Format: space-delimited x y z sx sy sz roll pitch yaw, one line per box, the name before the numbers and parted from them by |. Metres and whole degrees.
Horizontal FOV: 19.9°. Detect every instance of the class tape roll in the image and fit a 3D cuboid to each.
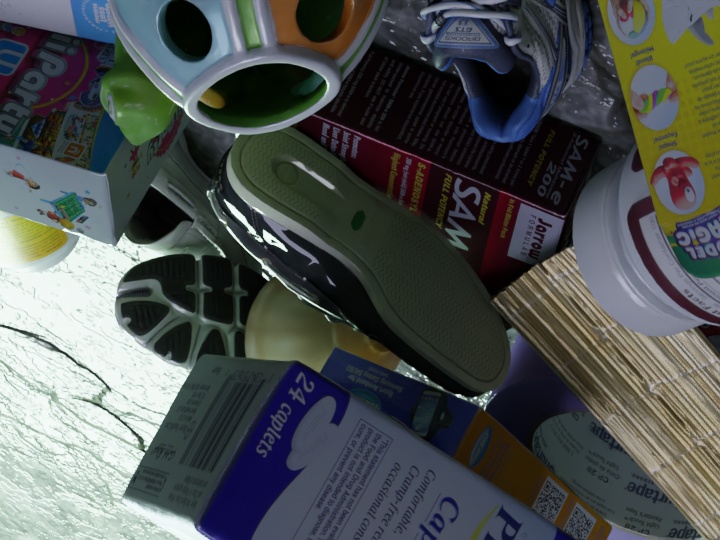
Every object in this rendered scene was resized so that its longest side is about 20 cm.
tape roll | 0.179 0.094 1.254 0.198 0.085 0.201 20 148 13

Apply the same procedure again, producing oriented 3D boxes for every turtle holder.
turtle holder | -0.070 -0.137 0.998 0.184 0.133 0.141 -15 157 19

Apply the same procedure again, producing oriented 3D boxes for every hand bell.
hand bell | 0.026 0.037 1.235 0.104 0.105 0.199 42 152 -24

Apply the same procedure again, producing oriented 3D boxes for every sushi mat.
sushi mat | 0.165 0.065 1.135 0.200 0.012 0.095 48 135 -12

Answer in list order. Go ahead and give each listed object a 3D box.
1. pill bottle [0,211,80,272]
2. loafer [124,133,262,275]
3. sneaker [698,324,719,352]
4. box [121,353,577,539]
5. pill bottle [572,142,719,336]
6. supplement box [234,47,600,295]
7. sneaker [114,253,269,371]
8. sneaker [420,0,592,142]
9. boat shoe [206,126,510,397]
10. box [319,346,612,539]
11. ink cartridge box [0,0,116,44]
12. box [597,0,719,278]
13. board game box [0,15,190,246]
pill bottle | -0.226 -0.065 1.306 0.103 0.105 0.200 23 162 9
loafer | -0.125 -0.039 1.315 0.069 0.070 0.201 3 141 36
sneaker | 0.226 0.018 1.113 0.198 0.072 0.113 12 151 12
box | -0.010 0.141 1.145 0.199 0.106 0.184 33 169 -16
pill bottle | 0.200 -0.038 1.007 0.114 0.115 0.200 38 149 -16
supplement box | 0.028 -0.060 1.168 0.198 0.061 0.109 22 149 9
sneaker | -0.077 0.049 1.338 0.199 0.081 0.083 17 153 -32
sneaker | 0.065 -0.140 0.991 0.076 0.086 0.201 9 144 29
boat shoe | 0.000 0.000 1.147 0.200 0.072 0.068 40 142 -4
box | 0.055 0.109 1.207 0.118 0.042 0.200 21 163 41
ink cartridge box | -0.204 -0.199 1.105 0.198 0.068 0.117 12 140 12
box | 0.165 -0.103 0.893 0.117 0.048 0.202 -15 87 51
board game box | -0.197 -0.110 1.146 0.198 0.148 0.065 16 142 13
